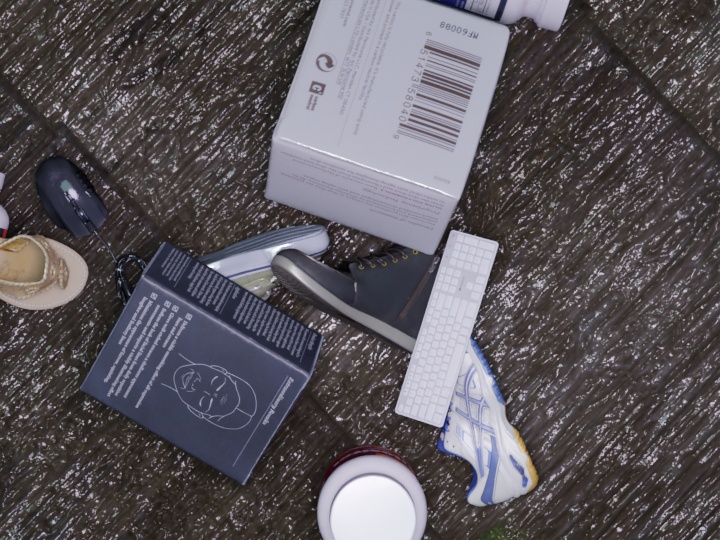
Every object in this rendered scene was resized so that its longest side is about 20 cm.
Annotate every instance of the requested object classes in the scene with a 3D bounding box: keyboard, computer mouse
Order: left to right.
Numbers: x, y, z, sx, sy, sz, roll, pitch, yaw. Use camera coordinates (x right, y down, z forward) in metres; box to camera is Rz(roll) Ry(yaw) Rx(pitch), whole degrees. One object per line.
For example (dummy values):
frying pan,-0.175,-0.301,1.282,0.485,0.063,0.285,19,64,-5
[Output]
computer mouse,-0.283,-0.035,1.729,0.058,0.034,0.201,-36,90,-2
keyboard,0.091,0.060,1.689,0.056,0.011,0.202,15,84,29

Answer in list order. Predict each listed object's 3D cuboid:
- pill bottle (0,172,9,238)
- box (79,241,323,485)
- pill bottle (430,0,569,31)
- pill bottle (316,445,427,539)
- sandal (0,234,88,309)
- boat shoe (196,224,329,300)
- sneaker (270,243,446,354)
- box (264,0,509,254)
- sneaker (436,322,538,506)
pill bottle,-0.435,-0.014,1.686,0.111,0.112,0.203,16,88,0
box,-0.161,0.094,1.660,0.199,0.107,0.149,31,111,-5
pill bottle,0.129,-0.327,1.701,0.198,0.116,0.117,18,88,-1
pill bottle,0.012,0.241,1.641,0.111,0.200,0.115,0,89,-1
sandal,-0.348,-0.003,1.645,0.210,0.069,0.079,21,85,-44
boat shoe,-0.123,0.006,1.720,0.198,0.072,0.063,-18,106,7
sneaker,0.000,0.000,1.695,0.199,0.074,0.107,30,80,-31
box,0.024,-0.158,1.645,0.198,0.172,0.201,18,71,0
sneaker,0.113,0.154,1.709,0.087,0.075,0.202,-24,86,3
